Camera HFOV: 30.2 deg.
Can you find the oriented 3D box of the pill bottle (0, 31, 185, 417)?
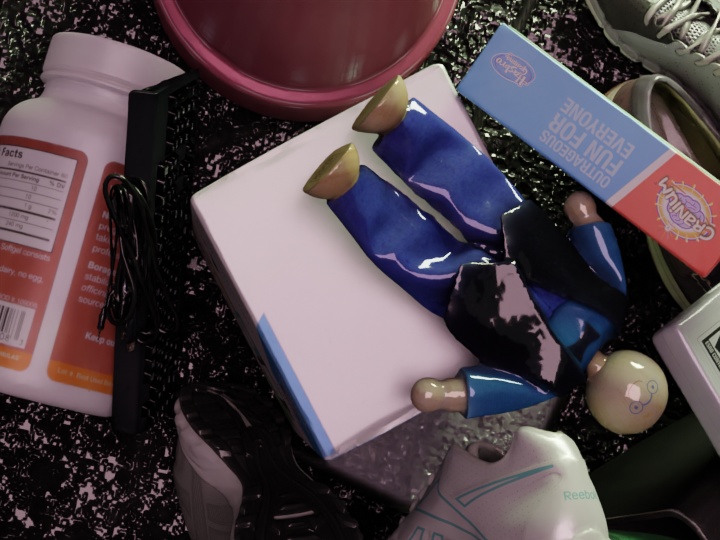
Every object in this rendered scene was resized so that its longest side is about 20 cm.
[{"bbox_3d":[-0.164,-0.026,0.767,0.111,0.112,0.203,16,84,-6],"label":"pill bottle"}]

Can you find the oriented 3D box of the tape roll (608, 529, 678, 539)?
[{"bbox_3d":[0.122,0.230,0.654,0.048,0.200,0.204,11,84,-30],"label":"tape roll"}]

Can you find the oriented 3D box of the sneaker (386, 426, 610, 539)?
[{"bbox_3d":[0.057,0.132,0.677,0.070,0.200,0.081,3,70,-32],"label":"sneaker"}]

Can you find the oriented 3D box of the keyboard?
[{"bbox_3d":[-0.104,-0.001,0.724,0.039,0.104,0.203,12,112,15],"label":"keyboard"}]

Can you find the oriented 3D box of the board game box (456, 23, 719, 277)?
[{"bbox_3d":[0.136,-0.061,0.725,0.152,0.200,0.041,39,99,9],"label":"board game box"}]

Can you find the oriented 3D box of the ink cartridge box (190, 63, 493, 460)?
[{"bbox_3d":[0.000,0.000,0.743,0.145,0.200,0.148,-28,90,-8],"label":"ink cartridge box"}]

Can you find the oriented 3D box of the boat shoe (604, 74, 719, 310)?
[{"bbox_3d":[0.218,-0.034,0.843,0.071,0.065,0.202,-29,90,-9],"label":"boat shoe"}]

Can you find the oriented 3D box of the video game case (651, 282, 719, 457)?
[{"bbox_3d":[0.252,0.082,0.688,0.181,0.022,0.202,-28,87,-40],"label":"video game case"}]

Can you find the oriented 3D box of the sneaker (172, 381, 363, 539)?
[{"bbox_3d":[-0.055,0.147,0.742,0.073,0.201,0.080,1,121,-27],"label":"sneaker"}]

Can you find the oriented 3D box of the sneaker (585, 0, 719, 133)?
[{"bbox_3d":[0.228,-0.144,0.827,0.200,0.115,0.075,44,82,-3],"label":"sneaker"}]

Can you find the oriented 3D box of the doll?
[{"bbox_3d":[0.064,0.008,0.625,0.199,0.048,0.137,40,73,-10],"label":"doll"}]

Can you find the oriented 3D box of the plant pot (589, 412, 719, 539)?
[{"bbox_3d":[0.247,0.167,0.776,0.177,0.199,0.201,-38,91,-23],"label":"plant pot"}]

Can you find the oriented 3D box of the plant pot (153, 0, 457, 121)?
[{"bbox_3d":[-0.027,-0.201,0.765,0.197,0.179,0.203,1,85,-8],"label":"plant pot"}]
